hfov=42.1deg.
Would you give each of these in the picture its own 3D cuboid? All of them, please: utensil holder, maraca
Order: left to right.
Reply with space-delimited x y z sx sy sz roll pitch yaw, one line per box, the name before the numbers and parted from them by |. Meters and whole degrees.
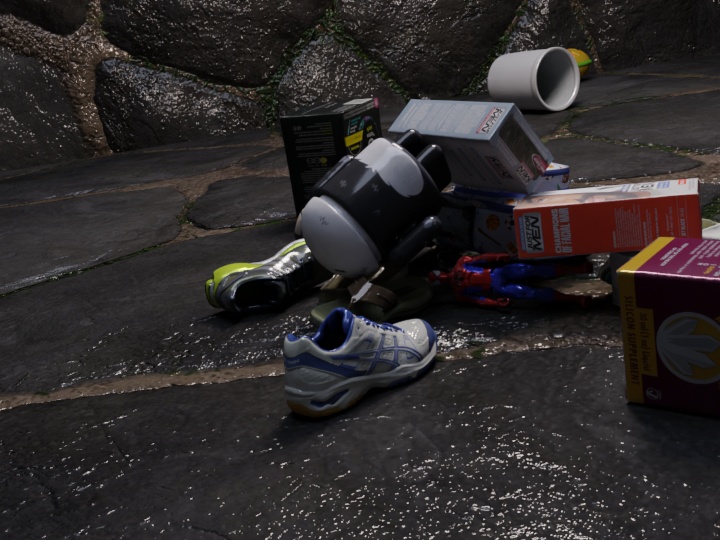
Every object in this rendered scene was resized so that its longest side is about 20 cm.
utensil holder | 0.474 -0.523 2.582 0.169 0.171 0.200 -18 16 -30
maraca | 0.667 -0.664 3.049 0.199 0.108 0.137 -20 12 -34

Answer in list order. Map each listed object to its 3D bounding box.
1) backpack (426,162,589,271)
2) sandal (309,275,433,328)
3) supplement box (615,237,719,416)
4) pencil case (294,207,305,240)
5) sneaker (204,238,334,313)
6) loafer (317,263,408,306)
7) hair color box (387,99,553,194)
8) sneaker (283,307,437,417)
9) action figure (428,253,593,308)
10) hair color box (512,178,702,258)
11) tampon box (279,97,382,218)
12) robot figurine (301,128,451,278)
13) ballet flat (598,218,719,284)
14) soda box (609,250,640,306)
backpack | 0.218 -0.076 1.265 0.199 0.155 0.190 -16 28 -34
sandal | 0.013 0.031 1.120 0.080 0.058 0.201 25 31 32
supplement box | 0.333 0.051 0.795 0.199 0.132 0.103 5 22 40
pencil case | -0.012 -0.060 1.431 0.199 0.078 0.089 7 8 41
sneaker | -0.105 0.015 1.261 0.199 0.074 0.081 -22 26 -17
loafer | 0.000 0.000 1.235 0.075 0.070 0.200 0 18 25
hair color box | 0.135 -0.159 1.177 0.061 0.099 0.200 -54 34 -13
sneaker | 0.006 0.075 0.953 0.075 0.089 0.200 5 20 44
action figure | 0.174 0.012 1.121 0.199 0.066 0.052 2 2 29
hair color box | 0.285 -0.061 1.071 0.199 0.064 0.111 -5 13 21
tampon box | -0.040 -0.194 1.672 0.126 0.201 0.150 0 20 27
robot figurine | 0.020 -0.080 1.153 0.200 0.125 0.150 -43 16 -10
ballet flat | 0.374 -0.027 1.131 0.199 0.070 0.069 -8 16 -9
soda box | 0.347 0.023 0.987 0.063 0.068 0.200 -13 17 -17
